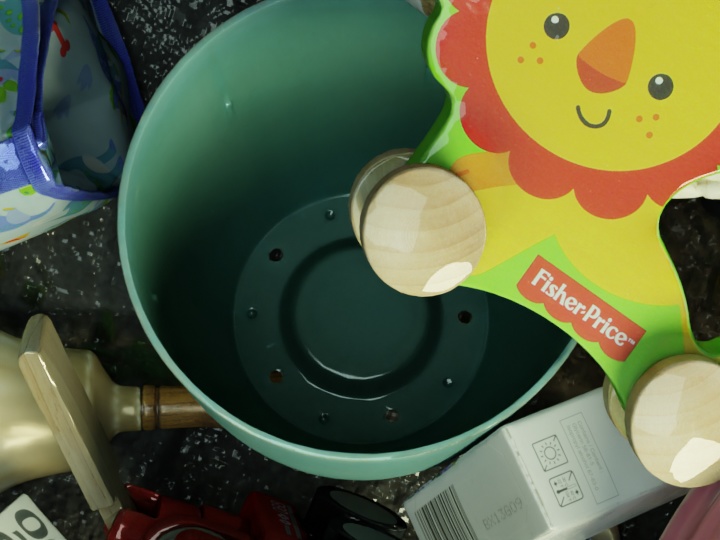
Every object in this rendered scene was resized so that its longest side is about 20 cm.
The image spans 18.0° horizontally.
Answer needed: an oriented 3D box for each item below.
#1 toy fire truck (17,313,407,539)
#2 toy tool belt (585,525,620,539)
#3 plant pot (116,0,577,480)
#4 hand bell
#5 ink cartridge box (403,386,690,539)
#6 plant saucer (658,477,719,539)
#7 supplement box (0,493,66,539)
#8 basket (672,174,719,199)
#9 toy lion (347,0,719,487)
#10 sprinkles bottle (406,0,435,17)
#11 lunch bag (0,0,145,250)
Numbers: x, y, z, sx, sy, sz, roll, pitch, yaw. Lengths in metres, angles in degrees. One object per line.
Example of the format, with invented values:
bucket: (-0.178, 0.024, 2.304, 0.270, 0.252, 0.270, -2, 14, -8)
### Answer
toy fire truck: (-0.072, 0.120, 0.981, 0.199, 0.176, 0.130, 21, 98, -11)
toy tool belt: (0.093, 0.172, 1.029, 0.123, 0.125, 0.200, 39, 100, -6)
plant pot: (0.000, 0.000, 0.982, 0.199, 0.161, 0.202, 0, 73, -1)
hand bell: (-0.092, 0.066, 1.071, 0.198, 0.104, 0.105, 0, 97, -4)
ink cartridge box: (0.127, 0.072, 0.975, 0.199, 0.109, 0.051, -20, 77, -28)
plant saucer: (0.169, 0.127, 0.904, 0.051, 0.200, 0.202, 31, 102, 34)
supplement box: (-0.179, 0.210, 1.053, 0.126, 0.073, 0.200, 48, 132, 0)
basket: (0.205, -0.115, 0.938, 0.196, 0.200, 0.162, 5, 100, 8)
toy lion: (0.101, -0.050, 0.841, 0.199, 0.069, 0.192, 36, 96, -9)
sprinkles bottle: (0.011, -0.157, 0.920, 0.200, 0.068, 0.068, 41, 102, 23)
lunch bag: (-0.194, -0.054, 0.996, 0.169, 0.200, 0.128, -17, 108, 11)
